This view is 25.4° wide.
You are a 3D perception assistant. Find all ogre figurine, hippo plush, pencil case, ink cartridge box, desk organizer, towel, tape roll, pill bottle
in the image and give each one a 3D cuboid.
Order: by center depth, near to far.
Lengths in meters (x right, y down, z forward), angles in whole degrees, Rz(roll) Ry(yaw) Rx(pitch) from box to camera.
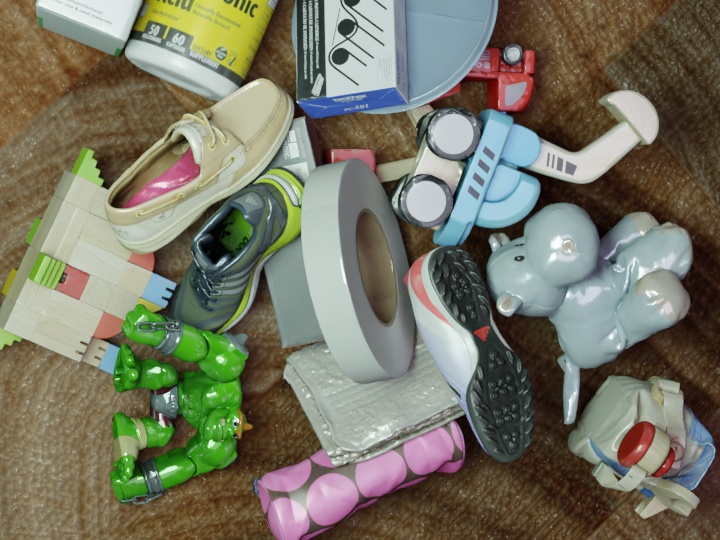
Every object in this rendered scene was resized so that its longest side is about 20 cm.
[{"bbox_3d":[-0.212,-0.301,1.406,0.084,0.146,0.201,21,87,-11],"label":"ink cartridge box"},{"bbox_3d":[0.000,0.000,1.424,0.037,0.203,0.203,-12,96,17],"label":"tape roll"},{"bbox_3d":[-0.126,-0.263,1.443,0.111,0.111,0.201,23,87,-12],"label":"pill bottle"},{"bbox_3d":[-0.009,-0.244,1.451,0.094,0.044,0.201,-7,71,16],"label":"ink cartridge box"},{"bbox_3d":[-0.164,0.120,1.456,0.120,0.098,0.201,-4,101,-22],"label":"ogre figurine"},{"bbox_3d":[-0.051,-0.038,1.474,0.071,0.077,0.201,-12,95,16],"label":"desk organizer"},{"bbox_3d":[0.037,0.094,1.493,0.200,0.035,0.133,-25,53,-11],"label":"towel"},{"bbox_3d":[0.194,0.001,1.496,0.161,0.160,0.200,29,126,-20],"label":"hippo plush"},{"bbox_3d":[0.002,0.191,1.503,0.200,0.094,0.091,-24,52,-9],"label":"pencil case"}]

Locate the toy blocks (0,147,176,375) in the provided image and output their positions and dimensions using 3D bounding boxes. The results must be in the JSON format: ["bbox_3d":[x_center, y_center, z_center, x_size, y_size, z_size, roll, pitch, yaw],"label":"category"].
[{"bbox_3d":[-0.234,0.008,1.451,0.136,0.100,0.201,26,87,-23],"label":"toy blocks"}]

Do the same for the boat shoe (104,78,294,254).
[{"bbox_3d":[-0.140,-0.100,1.391,0.200,0.069,0.074,-45,60,-11],"label":"boat shoe"}]

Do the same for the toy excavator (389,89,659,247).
[{"bbox_3d":[0.148,-0.097,1.453,0.199,0.100,0.195,22,91,-7],"label":"toy excavator"}]

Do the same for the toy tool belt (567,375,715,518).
[{"bbox_3d":[0.284,0.171,1.503,0.123,0.200,0.125,33,94,-9],"label":"toy tool belt"}]

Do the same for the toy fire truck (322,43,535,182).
[{"bbox_3d":[0.067,-0.147,1.518,0.199,0.049,0.142,2,92,-12],"label":"toy fire truck"}]

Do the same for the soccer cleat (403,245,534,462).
[{"bbox_3d":[0.096,0.078,1.438,0.068,0.073,0.201,-20,86,-30],"label":"soccer cleat"}]

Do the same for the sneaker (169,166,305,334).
[{"bbox_3d":[-0.126,-0.010,1.423,0.074,0.081,0.200,46,124,18],"label":"sneaker"}]

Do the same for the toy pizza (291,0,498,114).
[{"bbox_3d":[0.032,-0.235,1.476,0.200,0.032,0.201,-6,72,18],"label":"toy pizza"}]
